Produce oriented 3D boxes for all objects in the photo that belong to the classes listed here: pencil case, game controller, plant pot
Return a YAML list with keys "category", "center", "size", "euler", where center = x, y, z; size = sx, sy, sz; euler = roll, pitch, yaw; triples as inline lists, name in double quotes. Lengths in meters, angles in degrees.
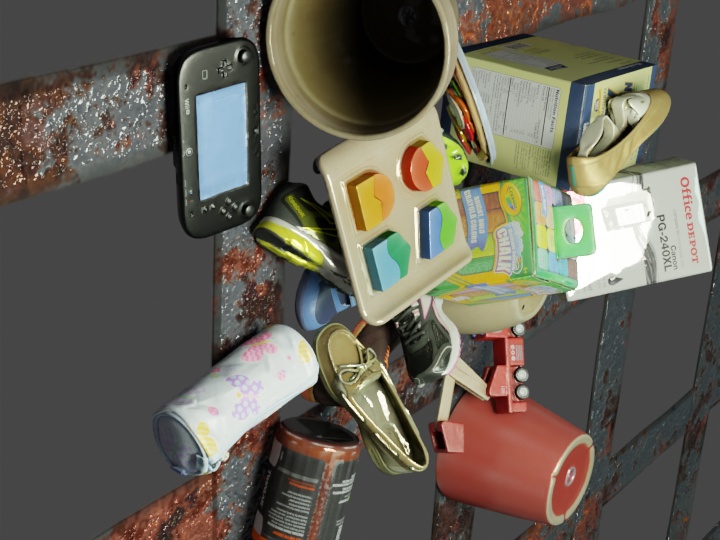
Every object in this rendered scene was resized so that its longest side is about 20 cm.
- category: "pencil case"
  center: [-0.133, 0.138, 1.490]
  size: [0.200, 0.090, 0.084]
  euler: [-39, 136, -41]
- category: "game controller"
  center: [-0.143, -0.131, 1.377]
  size: [0.104, 0.042, 0.201]
  euler: [-30, 130, -46]
- category: "plant pot"
  center: [0.025, -0.255, 1.450]
  size: [0.174, 0.199, 0.201]
  euler: [-44, 142, -60]
- category: "plant pot"
  center: [0.177, 0.002, 1.843]
  size: [0.200, 0.134, 0.201]
  euler: [-31, 131, -44]
- category: "plant pot"
  center: [0.237, 0.278, 2.040]
  size: [0.200, 0.177, 0.201]
  euler: [-32, 131, -45]

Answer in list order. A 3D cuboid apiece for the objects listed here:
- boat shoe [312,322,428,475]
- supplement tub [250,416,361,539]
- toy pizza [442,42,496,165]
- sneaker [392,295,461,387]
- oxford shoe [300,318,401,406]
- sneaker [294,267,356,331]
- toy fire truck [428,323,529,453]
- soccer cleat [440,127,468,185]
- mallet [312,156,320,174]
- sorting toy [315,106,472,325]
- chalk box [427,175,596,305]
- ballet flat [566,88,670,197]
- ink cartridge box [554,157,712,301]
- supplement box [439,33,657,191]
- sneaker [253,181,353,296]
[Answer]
- category: "boat shoe"
  center: [0.015, 0.149, 1.612]
  size: [0.073, 0.063, 0.201]
  euler: [-31, 99, -34]
- category: "supplement tub"
  center: [-0.071, 0.284, 1.647]
  size: [0.107, 0.107, 0.201]
  euler: [1, 106, -56]
- category: "toy pizza"
  center: [0.108, -0.213, 1.612]
  size: [0.032, 0.201, 0.201]
  euler: [-22, 137, 0]
- category: "sneaker"
  center: [0.061, 0.053, 1.701]
  size: [0.080, 0.201, 0.086]
  euler: [-36, 130, 25]
- category: "oxford shoe"
  center: [0.013, 0.113, 1.711]
  size: [0.200, 0.072, 0.072]
  euler: [-39, 136, -40]
- category: "sneaker"
  center: [0.000, 0.000, 1.625]
  size: [0.200, 0.082, 0.074]
  euler: [-46, 142, -29]
- category: "toy fire truck"
  center: [0.166, 0.157, 1.956]
  size: [0.140, 0.049, 0.201]
  euler: [1, 81, -20]
- category: "soccer cleat"
  center: [0.063, -0.164, 1.615]
  size: [0.067, 0.081, 0.200]
  euler: [-35, 139, 16]
- category: "mallet"
  center: [0.011, -0.108, 1.630]
  size: [0.199, 0.041, 0.066]
  euler: [-10, 112, -50]
- category: "sorting toy"
  center: [0.046, -0.065, 1.515]
  size: [0.185, 0.036, 0.201]
  euler: [-34, 115, -37]
- category: "chalk box"
  center: [0.186, -0.036, 1.665]
  size: [0.124, 0.199, 0.125]
  euler: [15, 68, -55]
- category: "ballet flat"
  center: [0.309, -0.170, 1.642]
  size: [0.200, 0.068, 0.063]
  euler: [-51, 128, -30]
- category: "ink cartridge box"
  center: [0.339, -0.054, 1.771]
  size: [0.083, 0.199, 0.146]
  euler: [-135, -147, -80]
- category: "supplement box"
  center: [0.238, -0.208, 1.761]
  size: [0.200, 0.199, 0.135]
  euler: [-23, 125, -49]
- category: "sneaker"
  center: [-0.022, -0.031, 1.536]
  size: [0.200, 0.074, 0.085]
  euler: [30, 73, -33]
